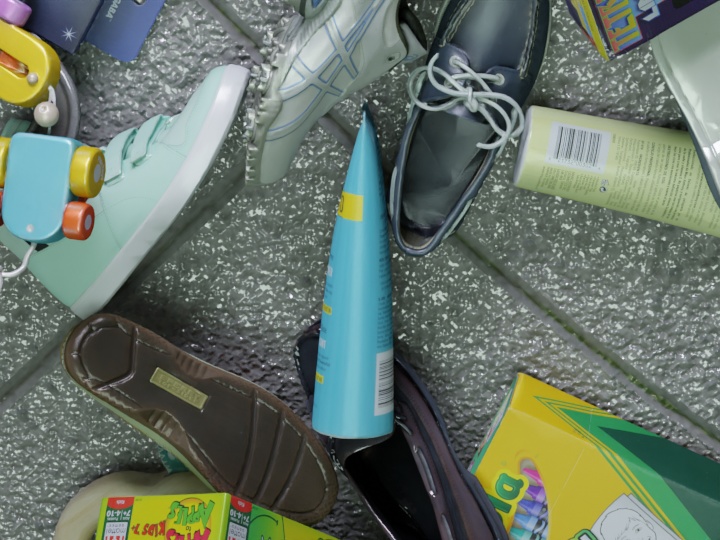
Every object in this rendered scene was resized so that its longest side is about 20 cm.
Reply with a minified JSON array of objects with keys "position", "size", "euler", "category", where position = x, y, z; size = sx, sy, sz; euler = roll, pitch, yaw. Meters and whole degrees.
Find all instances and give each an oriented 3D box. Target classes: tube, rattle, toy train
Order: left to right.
[{"position":[-0.234,-0.081,1.570],"size":[0.150,0.056,0.201],"euler":[-33,80,12],"category":"toy train"},{"position":[-0.141,0.183,1.699],"size":[0.130,0.143,0.200],"euler":[42,121,8],"category":"rattle"},{"position":[0.000,0.000,1.590],"size":[0.050,0.077,0.201],"euler":[2,99,-5],"category":"tube"},{"position":[0.194,-0.056,1.586],"size":[0.199,0.052,0.058],"euler":[11,149,-1],"category":"tube"}]

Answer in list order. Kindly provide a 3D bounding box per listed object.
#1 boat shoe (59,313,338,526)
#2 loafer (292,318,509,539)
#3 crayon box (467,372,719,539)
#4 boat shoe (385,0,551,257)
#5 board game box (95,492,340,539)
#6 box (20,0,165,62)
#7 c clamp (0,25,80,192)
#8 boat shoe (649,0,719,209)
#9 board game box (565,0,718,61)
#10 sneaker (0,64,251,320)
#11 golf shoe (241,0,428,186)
[{"position":[-0.102,0.094,1.659],"size":[0.200,0.076,0.072],"euler":[38,75,-7],"category":"boat shoe"},{"position":[0.019,0.117,1.646],"size":[0.072,0.063,0.200],"euler":[-41,80,34],"category":"loafer"},{"position":[0.136,0.190,1.701],"size":[0.172,0.058,0.201],"euler":[24,116,-3],"category":"crayon box"},{"position":[0.062,-0.100,1.572],"size":[0.075,0.062,0.201],"euler":[24,117,-4],"category":"boat shoe"},{"position":[-0.067,0.189,1.656],"size":[0.101,0.048,0.200],"euler":[-5,159,36],"category":"board game box"},{"position":[-0.204,-0.215,1.576],"size":[0.199,0.032,0.121],"euler":[28,116,-6],"category":"box"},{"position":[-0.276,-0.097,1.615],"size":[0.199,0.027,0.171],"euler":[-29,77,11],"category":"c clamp"},{"position":[0.213,-0.112,1.537],"size":[0.072,0.062,0.201],"euler":[-18,88,1],"category":"boat shoe"},{"position":[0.172,-0.232,1.423],"size":[0.165,0.057,0.200],"euler":[-28,139,-2],"category":"board game box"},{"position":[-0.160,-0.072,1.614],"size":[0.118,0.074,0.201],"euler":[37,114,-6],"category":"sneaker"},{"position":[-0.011,-0.124,1.533],"size":[0.097,0.078,0.201],"euler":[15,126,-11],"category":"golf shoe"}]
